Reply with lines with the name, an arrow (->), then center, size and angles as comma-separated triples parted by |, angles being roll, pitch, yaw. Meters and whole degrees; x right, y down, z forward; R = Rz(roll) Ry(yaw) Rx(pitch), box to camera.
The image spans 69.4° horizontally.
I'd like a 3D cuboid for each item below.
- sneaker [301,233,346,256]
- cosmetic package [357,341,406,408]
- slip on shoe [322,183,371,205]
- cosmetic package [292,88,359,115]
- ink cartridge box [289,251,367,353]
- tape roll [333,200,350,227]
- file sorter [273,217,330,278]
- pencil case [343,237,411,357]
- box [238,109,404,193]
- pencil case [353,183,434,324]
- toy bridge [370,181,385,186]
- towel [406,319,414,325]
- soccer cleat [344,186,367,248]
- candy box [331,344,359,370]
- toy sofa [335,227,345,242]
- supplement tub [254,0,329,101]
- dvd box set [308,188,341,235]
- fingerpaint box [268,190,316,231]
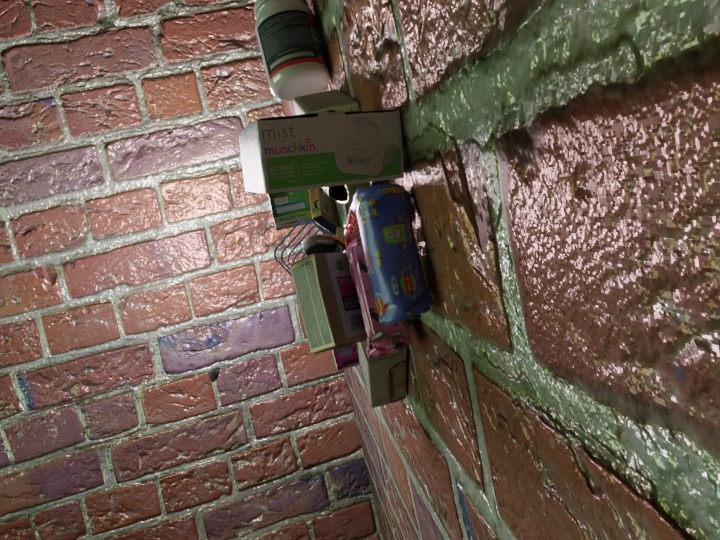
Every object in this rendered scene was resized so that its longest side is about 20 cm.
sneaker -> -0.042, 0.002, 1.063 | 0.200, 0.078, 0.078 | 40, -142, -27
cosmetic package -> 0.046, 0.199, 1.123 | 0.201, 0.086, 0.104 | 85, 169, -51
slip on shoe -> -0.039, -0.162, 1.009 | 0.199, 0.060, 0.077 | 33, 131, 54
cosmetic package -> -0.067, -0.299, 1.022 | 0.200, 0.104, 0.072 | -116, 14, -61
ink cartridge box -> -0.019, 0.051, 0.962 | 0.075, 0.198, 0.167 | -21, 80, 41
tape roll -> -0.035, -0.192, 1.172 | 0.200, 0.047, 0.204 | 166, 90, -82
file sorter -> -0.112, -0.035, 1.309 | 0.123, 0.139, 0.200 | 43, -176, 13
pencil case -> 0.028, 0.044, 0.899 | 0.087, 0.082, 0.203 | 88, 169, -78
box -> -0.062, -0.170, 0.747 | 0.176, 0.197, 0.098 | -157, 60, -66
pencil case -> 0.049, -0.024, 0.744 | 0.078, 0.086, 0.203 | 153, 104, -86
toy bridge -> 0.028, -0.163, 0.854 | 0.067, 0.027, 0.202 | 93, 162, -65
towel -> 0.065, -0.010, 0.905 | 0.086, 0.018, 0.203 | -108, 7, -66
soccer cleat -> 0.000, -0.084, 0.938 | 0.200, 0.075, 0.068 | 74, 180, -72
candy box -> -0.020, 0.132, 1.296 | 0.061, 0.134, 0.203 | 97, 158, -67
toy sofa -> 0.000, 0.000, 1.169 | 0.084, 0.096, 0.202 | -86, -8, -46
supplement tub -> -0.155, -0.499, 1.161 | 0.140, 0.138, 0.203 | 135, 121, -81
dvd box set -> -0.085, -0.195, 1.281 | 0.146, 0.029, 0.203 | 32, -134, -62
fingerpaint box -> -0.148, -0.180, 1.439 | 0.167, 0.197, 0.074 | 128, 128, -80
